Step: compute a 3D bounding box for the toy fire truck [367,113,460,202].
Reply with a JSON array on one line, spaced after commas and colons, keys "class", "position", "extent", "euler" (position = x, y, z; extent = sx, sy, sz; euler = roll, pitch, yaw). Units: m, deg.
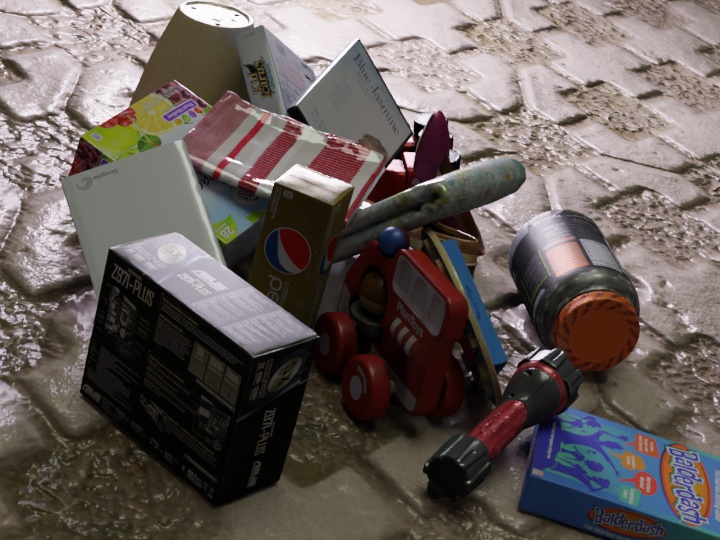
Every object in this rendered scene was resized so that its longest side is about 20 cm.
[{"class": "toy fire truck", "position": [0.021, -0.146, 2.054], "extent": [0.200, 0.129, 0.176], "euler": [0, 29, -6]}]

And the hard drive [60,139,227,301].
[{"class": "hard drive", "position": [-0.209, -0.020, 1.590], "extent": [0.132, 0.027, 0.200], "euler": [-19, 73, -5]}]

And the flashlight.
[{"class": "flashlight", "position": [0.140, 0.147, 1.538], "extent": [0.068, 0.068, 0.200], "euler": [4, 28, 39]}]

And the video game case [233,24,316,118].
[{"class": "video game case", "position": [-0.082, -0.181, 1.921], "extent": [0.045, 0.182, 0.200], "euler": [-20, -13, 12]}]

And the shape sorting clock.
[{"class": "shape sorting clock", "position": [0.102, 0.049, 1.649], "extent": [0.039, 0.200, 0.200], "euler": [-21, 36, -7]}]

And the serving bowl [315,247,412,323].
[{"class": "serving bowl", "position": [0.000, 0.000, 1.804], "extent": [0.200, 0.066, 0.200], "euler": [12, 26, -6]}]

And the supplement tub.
[{"class": "supplement tub", "position": [0.248, 0.024, 1.832], "extent": [0.122, 0.123, 0.200], "euler": [9, 28, -14]}]

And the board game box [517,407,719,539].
[{"class": "board game box", "position": [0.263, 0.210, 1.568], "extent": [0.200, 0.045, 0.152], "euler": [18, 26, 3]}]

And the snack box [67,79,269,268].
[{"class": "snack box", "position": [-0.181, -0.100, 1.704], "extent": [0.200, 0.068, 0.169], "euler": [36, 42, 10]}]

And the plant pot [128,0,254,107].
[{"class": "plant pot", "position": [-0.197, -0.225, 1.971], "extent": [0.187, 0.200, 0.187], "euler": [11, 26, -5]}]

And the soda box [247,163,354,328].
[{"class": "soda box", "position": [-0.070, 0.000, 1.613], "extent": [0.068, 0.200, 0.064], "euler": [22, 27, 11]}]

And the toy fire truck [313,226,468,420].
[{"class": "toy fire truck", "position": [0.039, 0.050, 1.613], "extent": [0.112, 0.168, 0.200], "euler": [1, 30, -28]}]

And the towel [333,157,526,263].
[{"class": "towel", "position": [0.060, -0.064, 1.713], "extent": [0.171, 0.200, 0.048], "euler": [-24, 92, -53]}]

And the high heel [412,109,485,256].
[{"class": "high heel", "position": [0.115, -0.105, 1.924], "extent": [0.096, 0.200, 0.067], "euler": [17, 48, 16]}]

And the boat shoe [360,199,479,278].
[{"class": "boat shoe", "position": [0.063, -0.051, 1.919], "extent": [0.200, 0.074, 0.076], "euler": [30, 22, 23]}]

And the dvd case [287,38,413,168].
[{"class": "dvd case", "position": [-0.008, -0.178, 1.908], "extent": [0.018, 0.143, 0.200], "euler": [-20, 21, 33]}]

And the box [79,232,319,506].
[{"class": "box", "position": [-0.151, 0.086, 1.444], "extent": [0.200, 0.164, 0.086], "euler": [33, 32, 32]}]

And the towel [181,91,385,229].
[{"class": "towel", "position": [-0.083, -0.119, 1.686], "extent": [0.200, 0.023, 0.144], "euler": [22, 37, 7]}]
